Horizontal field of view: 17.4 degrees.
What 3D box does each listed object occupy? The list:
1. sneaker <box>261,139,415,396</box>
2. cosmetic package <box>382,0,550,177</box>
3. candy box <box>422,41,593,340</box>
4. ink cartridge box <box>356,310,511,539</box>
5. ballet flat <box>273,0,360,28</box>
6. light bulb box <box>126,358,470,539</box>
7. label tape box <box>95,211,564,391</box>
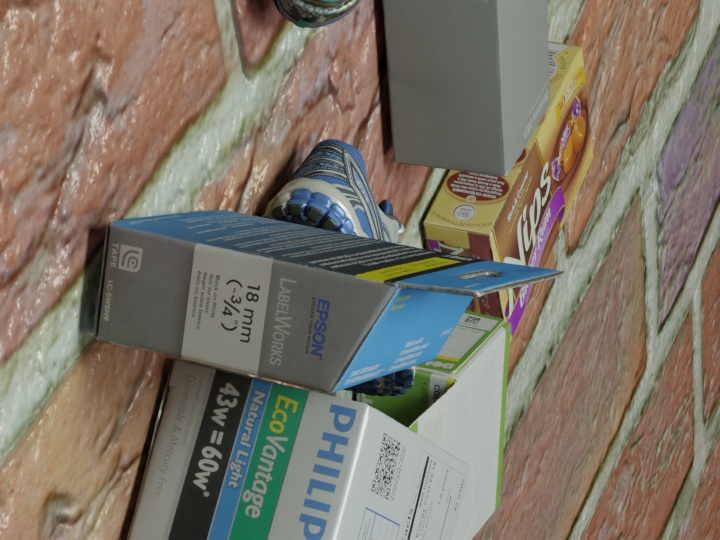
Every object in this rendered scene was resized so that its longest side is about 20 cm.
[{"bbox_3d":[0.000,0.000,1.427,0.201,0.077,0.086,75,29,-49],"label":"sneaker"},{"bbox_3d":[0.068,-0.172,1.499,0.107,0.090,0.201,-58,148,-49],"label":"cosmetic package"},{"bbox_3d":[0.110,-0.059,1.700,0.117,0.056,0.201,78,29,-45],"label":"candy box"},{"bbox_3d":[0.028,0.128,1.557,0.200,0.075,0.149,-40,137,-57],"label":"ink cartridge box"},{"bbox_3d":[-0.007,-0.223,1.332,0.072,0.072,0.201,60,45,-59],"label":"ballet flat"},{"bbox_3d":[-0.042,0.173,1.330,0.200,0.124,0.200,38,66,-66],"label":"light bulb box"},{"bbox_3d":[-0.014,0.018,1.201,0.144,0.199,0.064,-11,110,-67],"label":"label tape box"}]
